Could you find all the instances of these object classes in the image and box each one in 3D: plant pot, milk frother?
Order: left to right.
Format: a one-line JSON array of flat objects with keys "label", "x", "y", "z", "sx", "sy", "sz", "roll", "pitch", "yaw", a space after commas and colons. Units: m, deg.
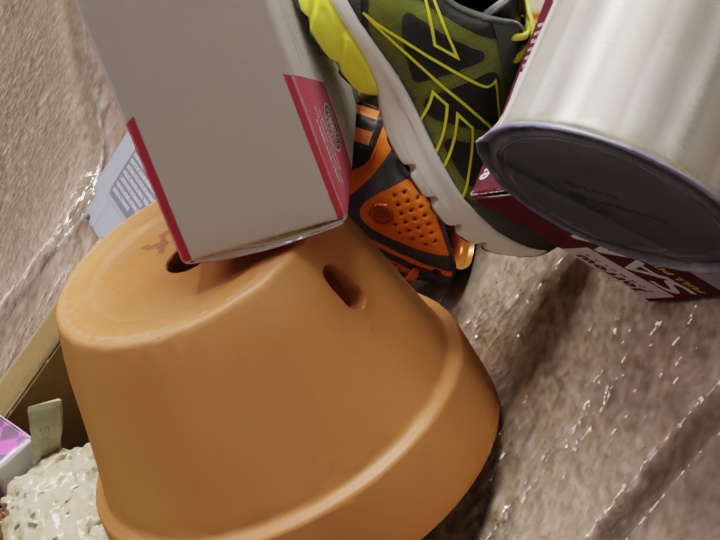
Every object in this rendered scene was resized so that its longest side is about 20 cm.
[{"label": "plant pot", "x": -0.052, "y": 0.046, "z": 1.277, "sx": 0.199, "sy": 0.140, "sz": 0.200, "roll": -21, "pitch": 29, "yaw": 12}, {"label": "milk frother", "x": 0.149, "y": -0.118, "z": 1.051, "sx": 0.180, "sy": 0.200, "sz": 0.189, "roll": 15, "pitch": 72, "yaw": 26}]

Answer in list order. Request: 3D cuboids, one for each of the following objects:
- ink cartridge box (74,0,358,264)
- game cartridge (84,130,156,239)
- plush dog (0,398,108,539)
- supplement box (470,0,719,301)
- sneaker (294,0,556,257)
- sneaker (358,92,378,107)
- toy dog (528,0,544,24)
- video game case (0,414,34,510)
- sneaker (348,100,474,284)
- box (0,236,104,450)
[{"label": "ink cartridge box", "x": -0.060, "y": -0.118, "z": 1.254, "sx": 0.082, "sy": 0.147, "sz": 0.200, "roll": -16, "pitch": 27, "yaw": 11}, {"label": "game cartridge", "x": -0.102, "y": -0.053, "z": 1.624, "sx": 0.134, "sy": 0.041, "sz": 0.200, "roll": -61, "pitch": 25, "yaw": 10}, {"label": "plush dog", "x": -0.116, "y": 0.173, "z": 1.389, "sx": 0.172, "sy": 0.160, "sz": 0.201, "roll": 35, "pitch": 98, "yaw": 38}, {"label": "supplement box", "x": 0.136, "y": -0.100, "z": 1.201, "sx": 0.061, "sy": 0.108, "sz": 0.201, "roll": -5, "pitch": 60, "yaw": 60}, {"label": "sneaker", "x": 0.049, "y": -0.086, "z": 1.222, "sx": 0.084, "sy": 0.200, "sz": 0.075, "roll": -27, "pitch": 33, "yaw": 24}, {"label": "sneaker", "x": -0.010, "y": -0.055, "z": 1.452, "sx": 0.200, "sy": 0.090, "sz": 0.067, "roll": -41, "pitch": 33, "yaw": 38}, {"label": "toy dog", "x": 0.082, "y": -0.170, "z": 1.310, "sx": 0.139, "sy": 0.200, "sz": 0.194, "roll": -34, "pitch": -25, "yaw": -17}, {"label": "video game case", "x": -0.235, "y": 0.201, "z": 1.449, "sx": 0.036, "sy": 0.182, "sz": 0.200, "roll": 29, "pitch": 56, "yaw": 33}, {"label": "sneaker", "x": 0.000, "y": 0.000, "z": 1.399, "sx": 0.201, "sy": 0.111, "sz": 0.078, "roll": 95, "pitch": -170, "yaw": -46}, {"label": "box", "x": -0.143, "y": 0.071, "z": 1.515, "sx": 0.021, "sy": 0.163, "sz": 0.200, "roll": 46, "pitch": 110, "yaw": 28}]
